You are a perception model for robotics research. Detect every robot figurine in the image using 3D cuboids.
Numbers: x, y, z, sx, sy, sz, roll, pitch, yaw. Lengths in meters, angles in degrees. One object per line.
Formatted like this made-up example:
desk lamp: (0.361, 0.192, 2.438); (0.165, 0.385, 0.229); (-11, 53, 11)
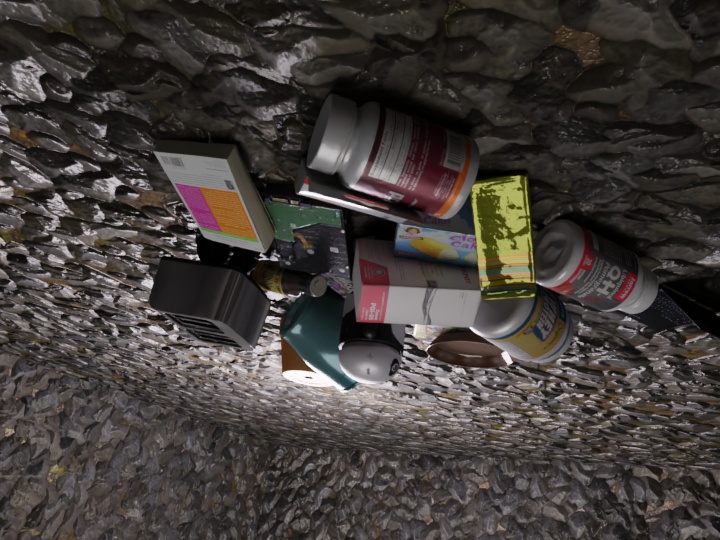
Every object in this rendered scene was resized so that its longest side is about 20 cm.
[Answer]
robot figurine: (0.026, 0.112, 1.208); (0.125, 0.200, 0.150); (-18, 144, 41)

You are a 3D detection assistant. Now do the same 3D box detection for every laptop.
laptop: (0.589, 0.107, 1.195); (0.177, 0.103, 0.200); (23, 153, -26)

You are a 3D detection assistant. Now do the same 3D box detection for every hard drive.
hard drive: (-0.085, -0.063, 1.105); (0.139, 0.038, 0.200); (9, 147, 11)

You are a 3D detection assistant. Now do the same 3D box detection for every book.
book: (-0.229, -0.117, 1.022); (0.133, 0.048, 0.200); (9, 145, 20)

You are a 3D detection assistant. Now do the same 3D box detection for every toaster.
toaster: (-0.276, 0.064, 1.230); (0.200, 0.119, 0.181); (8, 158, 18)

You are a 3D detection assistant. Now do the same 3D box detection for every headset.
headset: (-0.252, -0.043, 1.245); (0.123, 0.094, 0.200); (15, 140, -2)

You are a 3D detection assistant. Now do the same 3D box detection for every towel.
towel: (0.214, -0.045, 0.955); (0.086, 0.018, 0.200); (-7, 117, 9)

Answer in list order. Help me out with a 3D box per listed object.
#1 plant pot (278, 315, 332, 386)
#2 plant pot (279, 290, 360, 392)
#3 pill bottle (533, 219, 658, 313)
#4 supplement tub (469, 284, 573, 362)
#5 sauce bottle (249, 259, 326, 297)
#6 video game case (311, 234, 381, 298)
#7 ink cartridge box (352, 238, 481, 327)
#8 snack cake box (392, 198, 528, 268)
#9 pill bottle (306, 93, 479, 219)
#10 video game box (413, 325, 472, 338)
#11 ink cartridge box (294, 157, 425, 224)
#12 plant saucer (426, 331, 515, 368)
plant pot: (-0.119, 0.210, 1.641); (0.200, 0.140, 0.200); (7, 155, 3)
plant pot: (-0.065, 0.132, 1.409); (0.188, 0.200, 0.200); (34, 149, -15)
pill bottle: (0.378, 0.002, 1.031); (0.200, 0.111, 0.111); (21, 154, -23)
supplement tub: (0.299, 0.085, 1.202); (0.144, 0.145, 0.200); (-13, 148, 41)
sauce bottle: (-0.141, 0.016, 1.252); (0.066, 0.066, 0.200); (30, 165, -38)
video game case: (0.000, 0.000, 1.259); (0.181, 0.036, 0.200); (-8, 151, 31)
ink cartridge box: (0.091, 0.020, 1.089); (0.200, 0.147, 0.083); (4, 122, -7)
snack cake box: (0.157, -0.061, 1.029); (0.200, 0.067, 0.115); (9, 157, 2)
pill bottle: (0.040, -0.147, 0.825); (0.200, 0.114, 0.114); (17, 155, -15)
video game box: (0.213, 0.105, 1.400); (0.182, 0.047, 0.200); (5, 156, 3)
ink cartridge box: (-0.007, -0.096, 0.895); (0.162, 0.200, 0.050); (15, 111, -13)
plant saucer: (0.251, 0.179, 1.458); (0.200, 0.035, 0.200); (8, 158, 3)
